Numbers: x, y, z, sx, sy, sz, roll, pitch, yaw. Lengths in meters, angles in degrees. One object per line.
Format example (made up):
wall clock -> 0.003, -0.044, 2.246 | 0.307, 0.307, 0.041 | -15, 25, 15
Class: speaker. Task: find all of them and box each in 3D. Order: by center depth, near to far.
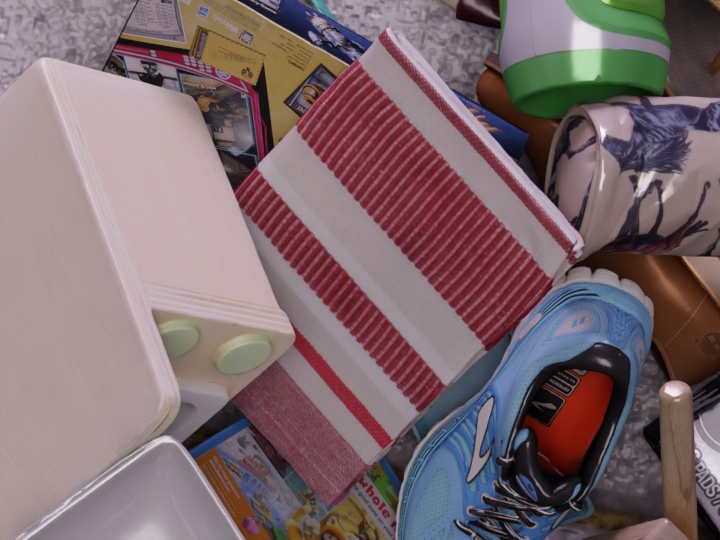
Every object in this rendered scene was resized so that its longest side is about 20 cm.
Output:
speaker -> 0.104, -0.179, 1.358 | 0.088, 0.088, 0.200 | -3, 79, 1

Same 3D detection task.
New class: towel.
towel -> 0.000, 0.000, 1.345 | 0.144, 0.023, 0.200 | 48, 119, 9

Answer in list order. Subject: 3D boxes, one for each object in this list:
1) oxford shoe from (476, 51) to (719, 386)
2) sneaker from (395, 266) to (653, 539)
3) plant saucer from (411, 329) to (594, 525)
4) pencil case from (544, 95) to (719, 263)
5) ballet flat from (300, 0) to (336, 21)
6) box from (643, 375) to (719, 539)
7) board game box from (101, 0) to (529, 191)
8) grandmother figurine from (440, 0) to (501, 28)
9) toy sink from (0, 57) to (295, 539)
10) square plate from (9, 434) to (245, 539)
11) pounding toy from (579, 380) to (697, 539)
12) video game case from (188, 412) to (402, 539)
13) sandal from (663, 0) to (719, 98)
oxford shoe -> 0.118, -0.024, 1.411 | 0.071, 0.071, 0.200 | -40, 89, 3
sneaker -> 0.074, 0.094, 1.352 | 0.078, 0.090, 0.200 | 24, 114, -7
plant saucer -> 0.049, 0.047, 1.393 | 0.070, 0.019, 0.200 | -19, 111, 15
pencil case -> 0.183, -0.040, 1.346 | 0.200, 0.089, 0.078 | 0, 50, -15
ballet flat -> -0.082, -0.165, 1.417 | 0.200, 0.070, 0.067 | 44, 89, 2
box -> 0.243, 0.130, 1.371 | 0.115, 0.132, 0.200 | -36, 88, 1
board game box -> -0.036, -0.061, 1.393 | 0.200, 0.035, 0.136 | 30, 121, -2
grandmother figurine -> 0.086, -0.170, 1.422 | 0.121, 0.061, 0.200 | -31, 85, 8
toy sink -> -0.120, 0.023, 1.321 | 0.130, 0.112, 0.200 | -42, 55, 29
square plate -> -0.110, 0.204, 1.242 | 0.198, 0.028, 0.200 | -34, 99, 0
pounding toy -> 0.145, 0.179, 1.299 | 0.200, 0.184, 0.142 | 45, 76, -1
video game case -> -0.047, 0.150, 1.369 | 0.200, 0.018, 0.143 | -30, 87, -41
sandal -> 0.175, -0.162, 1.406 | 0.055, 0.082, 0.200 | -7, 79, 41
